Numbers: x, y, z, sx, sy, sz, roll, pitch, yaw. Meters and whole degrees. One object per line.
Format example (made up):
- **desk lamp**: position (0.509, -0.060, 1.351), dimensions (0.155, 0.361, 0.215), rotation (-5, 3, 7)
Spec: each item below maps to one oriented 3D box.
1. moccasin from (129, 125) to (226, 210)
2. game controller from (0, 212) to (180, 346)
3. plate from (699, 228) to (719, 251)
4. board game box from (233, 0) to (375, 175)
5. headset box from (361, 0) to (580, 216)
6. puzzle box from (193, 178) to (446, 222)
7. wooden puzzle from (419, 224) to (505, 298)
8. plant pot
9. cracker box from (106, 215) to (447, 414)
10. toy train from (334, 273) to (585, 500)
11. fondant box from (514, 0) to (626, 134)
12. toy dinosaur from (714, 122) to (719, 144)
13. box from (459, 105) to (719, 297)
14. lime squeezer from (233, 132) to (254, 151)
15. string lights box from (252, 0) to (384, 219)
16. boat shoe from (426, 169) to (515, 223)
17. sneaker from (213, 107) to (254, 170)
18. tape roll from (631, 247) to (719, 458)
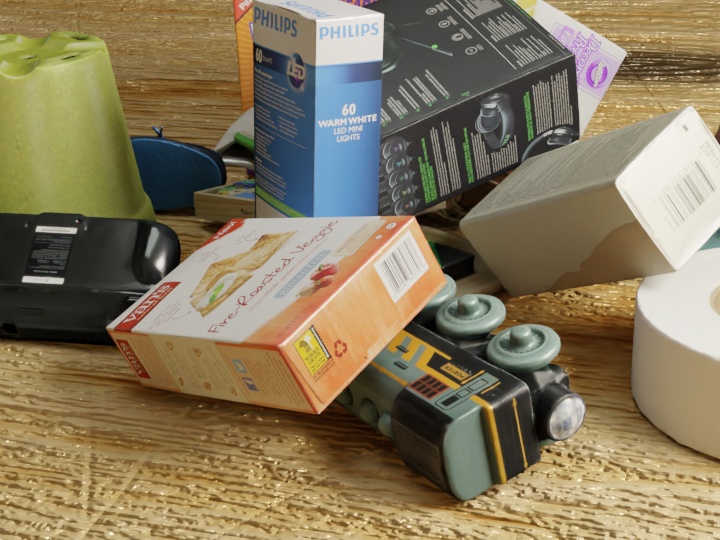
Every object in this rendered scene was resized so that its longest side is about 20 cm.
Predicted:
- **moccasin**: position (-0.219, -0.104, 1.239), dimensions (0.199, 0.081, 0.068), rotation (5, 20, 14)
- **game controller**: position (-0.238, 0.004, 0.993), dimensions (0.199, 0.042, 0.105), rotation (3, 56, 11)
- **plate**: position (0.232, -0.038, 1.116), dimensions (0.199, 0.026, 0.200), rotation (-1, 24, 1)
- **board game box**: position (-0.015, -0.226, 1.347), dimensions (0.199, 0.201, 0.200), rotation (0, 23, 5)
- **headset box**: position (0.049, -0.145, 1.063), dimensions (0.199, 0.093, 0.174), rotation (-25, 45, -12)
- **puzzle box**: position (-0.038, -0.063, 1.146), dimensions (0.133, 0.026, 0.200), rotation (-16, 17, -39)
- **wooden puzzle**: position (0.000, 0.000, 1.033), dimensions (0.185, 0.037, 0.200), rotation (18, 31, 38)
- **plant pot**: position (-0.272, -0.100, 1.102), dimensions (0.200, 0.185, 0.201), rotation (-2, 23, 1)
- **cracker box**: position (-0.060, 0.023, 0.855), dimensions (0.200, 0.058, 0.134), rotation (0, 37, 49)
- **toy train**: position (0.049, 0.068, 0.825), dimensions (0.114, 0.085, 0.200), rotation (-26, 32, -25)
- **fondant box**: position (0.135, -0.191, 1.224), dimensions (0.200, 0.145, 0.058), rotation (23, 11, -30)
- **toy dinosaur**: position (0.332, -0.107, 1.067), dimensions (0.086, 0.136, 0.200), rotation (26, 29, 35)
- **box**: position (0.170, -0.045, 0.942), dimensions (0.095, 0.078, 0.200), rotation (-43, 13, -23)
- **lime squeezer**: position (-0.021, -0.107, 1.130), dimensions (0.199, 0.071, 0.038), rotation (-7, -21, 14)
- **string lights box**: position (-0.034, -0.097, 0.961), dimensions (0.059, 0.201, 0.103), rotation (-10, 24, -28)
- **boat shoe**: position (0.088, -0.076, 1.164), dimensions (0.076, 0.074, 0.200), rotation (34, -6, -33)
- **sneaker**: position (-0.050, -0.116, 1.199), dimensions (0.199, 0.075, 0.088), rotation (-3, 24, 35)
- **tape roll**: position (0.279, 0.052, 0.846), dimensions (0.202, 0.071, 0.203), rotation (-1, 24, 1)
